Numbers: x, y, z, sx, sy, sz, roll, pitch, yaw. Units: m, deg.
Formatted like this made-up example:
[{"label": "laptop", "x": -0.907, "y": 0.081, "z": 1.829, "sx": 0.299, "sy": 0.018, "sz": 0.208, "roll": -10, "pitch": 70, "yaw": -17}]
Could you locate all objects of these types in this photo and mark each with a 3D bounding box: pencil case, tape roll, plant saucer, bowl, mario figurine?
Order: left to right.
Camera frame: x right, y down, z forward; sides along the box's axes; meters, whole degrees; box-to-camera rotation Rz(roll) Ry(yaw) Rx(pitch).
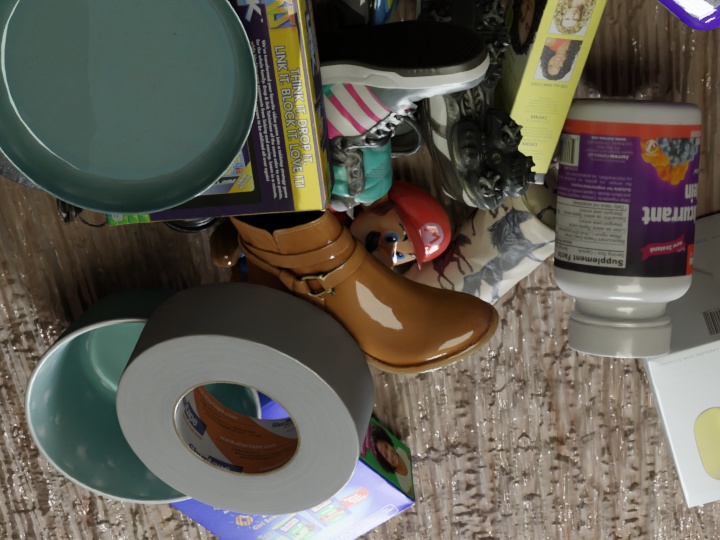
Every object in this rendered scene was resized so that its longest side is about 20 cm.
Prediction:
[{"label": "plant saucer", "x": -0.167, "y": -0.135, "z": 1.243, "sx": 0.199, "sy": 0.027, "sz": 0.201, "roll": 2, "pitch": 115, "yaw": 5}, {"label": "bowl", "x": -0.184, "y": 0.093, "z": 1.571, "sx": 0.200, "sy": 0.105, "sz": 0.201, "roll": 0, "pitch": 125, "yaw": 0}, {"label": "tape roll", "x": -0.091, "y": 0.105, "z": 1.451, "sx": 0.200, "sy": 0.066, "sz": 0.201, "roll": 9, "pitch": 132, "yaw": 10}, {"label": "mario figurine", "x": -0.022, "y": -0.014, "z": 1.500, "sx": 0.199, "sy": 0.106, "sz": 0.123, "roll": -12, "pitch": 167, "yaw": 15}, {"label": "pencil case", "x": 0.097, "y": -0.006, "z": 1.540, "sx": 0.078, "sy": 0.090, "sz": 0.200, "roll": 40, "pitch": 118, "yaw": -12}]

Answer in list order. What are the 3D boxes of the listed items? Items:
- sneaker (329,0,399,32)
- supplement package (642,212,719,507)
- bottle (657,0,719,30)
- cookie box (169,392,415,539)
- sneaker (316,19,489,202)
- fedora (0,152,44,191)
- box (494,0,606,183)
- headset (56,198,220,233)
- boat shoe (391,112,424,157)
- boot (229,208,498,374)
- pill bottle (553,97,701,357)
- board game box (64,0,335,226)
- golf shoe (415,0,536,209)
[{"label": "sneaker", "x": -0.014, "y": -0.240, "z": 1.338, "sx": 0.082, "sy": 0.071, "sz": 0.200, "roll": 5, "pitch": 136, "yaw": 16}, {"label": "supplement package", "x": 0.325, "y": 0.074, "z": 1.589, "sx": 0.151, "sy": 0.151, "sz": 0.200, "roll": -16, "pitch": 132, "yaw": 7}, {"label": "bottle", "x": 0.206, "y": -0.258, "z": 1.325, "sx": 0.200, "sy": 0.084, "sz": 0.065, "roll": 33, "pitch": 141, "yaw": -29}, {"label": "cookie box", "x": -0.075, "y": 0.181, "z": 1.691, "sx": 0.171, "sy": 0.075, "sz": 0.200, "roll": -33, "pitch": 127, "yaw": 22}, {"label": "sneaker", "x": 0.014, "y": -0.111, "z": 1.339, "sx": 0.199, "sy": 0.084, "sz": 0.121, "roll": 0, "pitch": 127, "yaw": 31}, {"label": "fedora", "x": -0.222, "y": -0.155, "z": 1.350, "sx": 0.200, "sy": 0.092, "sz": 0.201, "roll": -10, "pitch": 114, "yaw": -24}, {"label": "box", "x": 0.139, "y": -0.167, "z": 1.407, "sx": 0.050, "sy": 0.075, "sz": 0.200, "roll": 3, "pitch": 130, "yaw": -14}, {"label": "headset", "x": -0.149, "y": -0.081, "z": 1.438, "sx": 0.199, "sy": 0.094, "sz": 0.123, "roll": -15, "pitch": 172, "yaw": 10}, {"label": "boat shoe", "x": -0.043, "y": -0.134, "z": 1.423, "sx": 0.199, "sy": 0.060, "sz": 0.076, "roll": 5, "pitch": 131, "yaw": -11}, {"label": "boot", "x": 0.000, "y": 0.000, "z": 1.422, "sx": 0.199, "sy": 0.077, "sz": 0.155, "roll": 7, "pitch": 139, "yaw": 28}, {"label": "pill bottle", "x": 0.211, "y": -0.035, "z": 1.448, "sx": 0.111, "sy": 0.111, "sz": 0.201, "roll": 1, "pitch": 98, "yaw": -7}, {"label": "board game box", "x": -0.112, "y": -0.138, "z": 1.281, "sx": 0.165, "sy": 0.057, "sz": 0.201, "roll": -4, "pitch": 114, "yaw": 7}, {"label": "golf shoe", "x": 0.069, "y": -0.144, "z": 1.393, "sx": 0.078, "sy": 0.094, "sz": 0.201, "roll": -11, "pitch": 93, "yaw": -27}]
